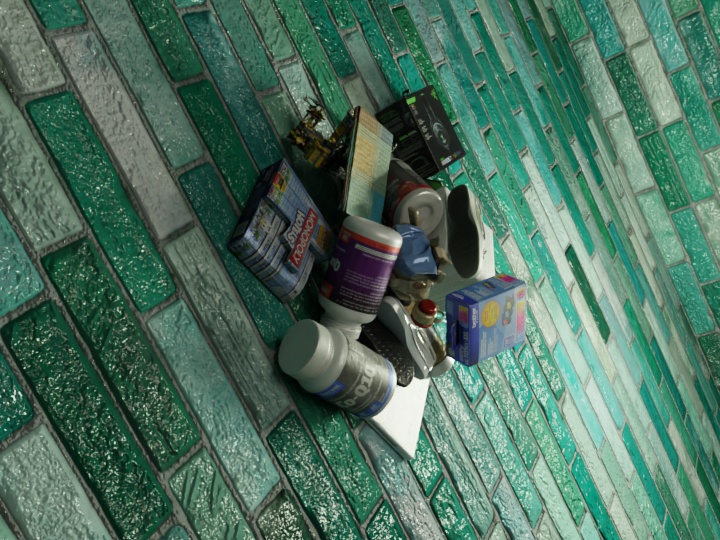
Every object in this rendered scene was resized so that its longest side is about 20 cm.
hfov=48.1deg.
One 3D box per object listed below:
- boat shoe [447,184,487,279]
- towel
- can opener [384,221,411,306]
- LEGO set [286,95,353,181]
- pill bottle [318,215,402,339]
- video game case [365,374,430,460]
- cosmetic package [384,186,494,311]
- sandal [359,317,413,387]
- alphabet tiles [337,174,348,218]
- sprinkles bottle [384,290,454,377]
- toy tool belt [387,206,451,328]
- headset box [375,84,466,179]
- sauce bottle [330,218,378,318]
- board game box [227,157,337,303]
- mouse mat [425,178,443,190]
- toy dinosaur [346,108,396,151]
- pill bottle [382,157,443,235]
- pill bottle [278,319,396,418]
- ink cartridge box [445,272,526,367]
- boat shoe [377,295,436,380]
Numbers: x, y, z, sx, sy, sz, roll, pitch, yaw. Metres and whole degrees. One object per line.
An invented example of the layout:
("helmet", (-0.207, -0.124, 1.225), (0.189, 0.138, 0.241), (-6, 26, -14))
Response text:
("boat shoe", (0.216, -0.073, 1.590), (0.064, 0.074, 0.205), (25, 48, -40))
("towel", (0.012, -0.184, 1.504), (0.146, 0.021, 0.204), (28, 67, -59))
("can opener", (0.071, -0.012, 1.609), (0.052, 0.067, 0.203), (9, 55, -14))
("LEGO set", (-0.032, -0.252, 1.551), (0.198, 0.116, 0.155), (27, 20, -36))
("pill bottle", (-0.007, 0.013, 1.428), (0.112, 0.112, 0.203), (10, 102, -51))
("video game case", (0.063, 0.230, 1.555), (0.182, 0.022, 0.202), (48, 40, -29))
("cosmetic package", (0.167, -0.037, 1.712), (0.199, 0.163, 0.167), (35, 46, -40))
("sandal", (0.028, 0.137, 1.508), (0.075, 0.048, 0.201), (-24, 70, -47))
("alphabet tiles", (0.000, -0.107, 1.584), (0.168, 0.007, 0.201), (55, 15, -30))
("sprinkles bottle", (0.115, 0.124, 1.641), (0.201, 0.067, 0.069), (54, 37, -21))
("toy tool belt", (0.105, -0.010, 1.483), (0.123, 0.124, 0.202), (0, 48, -26))
("headset box", (0.141, -0.324, 1.887), (0.174, 0.092, 0.203), (-35, 100, -55))
("sauce bottle", (0.000, 0.000, 1.549), (0.065, 0.064, 0.203), (-32, 100, -55))
("board game box", (-0.118, -0.055, 1.416), (0.200, 0.061, 0.202), (46, 40, -29))
("mouse mat", (0.212, -0.124, 1.873), (0.202, 0.007, 0.161), (61, -4, -13))
("toy dinosaur", (0.028, -0.269, 1.746), (0.088, 0.047, 0.202), (-49, 114, -37))
("pill bottle", (0.073, -0.157, 1.627), (0.110, 0.111, 0.200), (29, 14, -43))
("pill bottle", (-0.039, 0.166, 1.365), (0.199, 0.113, 0.116), (34, 47, -40))
("ink cartridge box", (0.242, 0.103, 1.626), (0.197, 0.076, 0.139), (-18, 115, -32))
("boat shoe", (0.091, 0.117, 1.547), (0.065, 0.073, 0.202), (-45, 130, -28))
